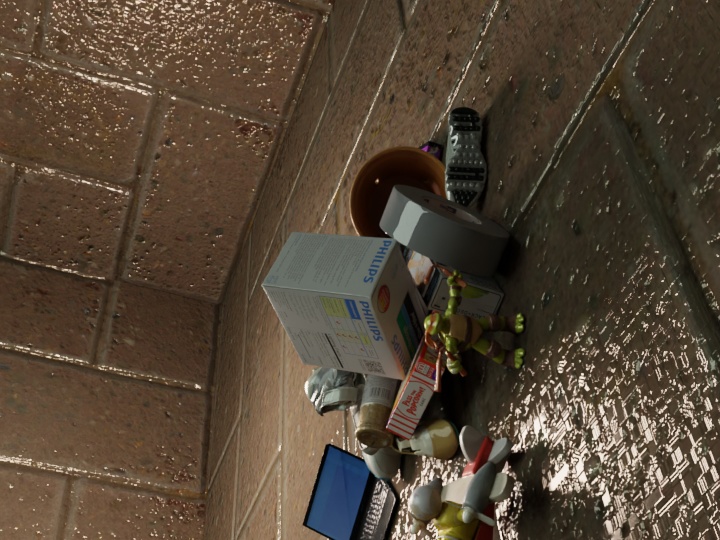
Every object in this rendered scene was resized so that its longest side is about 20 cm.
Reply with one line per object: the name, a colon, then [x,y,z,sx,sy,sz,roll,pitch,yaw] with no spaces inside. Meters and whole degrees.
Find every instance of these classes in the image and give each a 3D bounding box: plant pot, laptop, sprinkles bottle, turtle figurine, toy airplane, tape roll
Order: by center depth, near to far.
toy airplane: [0.133,0.305,1.244,0.200,0.138,0.204,-108,34,-62]
turtle figurine: [0.151,0.096,1.312,0.065,0.158,0.204,124,154,-49]
tape roll: [0.130,-0.064,1.442,0.201,0.196,0.067,-122,53,-68]
sprinkles bottle: [0.038,0.200,1.596,0.068,0.067,0.203,125,162,-52]
plant pot: [0.078,-0.118,1.728,0.140,0.195,0.205,64,-141,-88]
laptop: [-0.023,0.451,1.731,0.200,0.101,0.181,-132,57,-71]

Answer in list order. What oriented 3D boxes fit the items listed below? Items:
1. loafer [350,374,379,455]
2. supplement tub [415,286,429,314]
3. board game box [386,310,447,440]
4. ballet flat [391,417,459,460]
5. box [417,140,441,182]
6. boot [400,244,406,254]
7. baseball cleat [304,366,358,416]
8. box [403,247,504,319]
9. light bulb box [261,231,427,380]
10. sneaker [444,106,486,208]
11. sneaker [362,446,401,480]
loafer: [0.002,0.229,1.648,0.070,0.069,0.203,-41,40,34]
supplement tub: [0.056,0.027,1.769,0.201,0.120,0.125,-115,41,-66]
board game box: [0.107,0.154,1.513,0.201,0.046,0.154,-63,-4,-60]
ballet flat: [0.099,0.279,1.510,0.200,0.062,0.070,145,109,-70]
box: [0.110,-0.147,1.883,0.143,0.035,0.205,165,118,-74]
boot: [0.000,0.000,1.646,0.201,0.069,0.132,-53,53,21]
baseball cleat: [-0.015,0.167,1.610,0.201,0.069,0.107,-53,47,18]
box: [0.145,0.007,1.495,0.201,0.114,0.061,-108,39,-64]
light bulb box: [-0.019,0.055,1.475,0.126,0.196,0.200,-62,-35,-35]
sneaker: [0.180,-0.184,1.630,0.082,0.073,0.204,103,174,-61]
sneaker: [0.052,0.272,1.671,0.081,0.075,0.205,148,131,-60]
